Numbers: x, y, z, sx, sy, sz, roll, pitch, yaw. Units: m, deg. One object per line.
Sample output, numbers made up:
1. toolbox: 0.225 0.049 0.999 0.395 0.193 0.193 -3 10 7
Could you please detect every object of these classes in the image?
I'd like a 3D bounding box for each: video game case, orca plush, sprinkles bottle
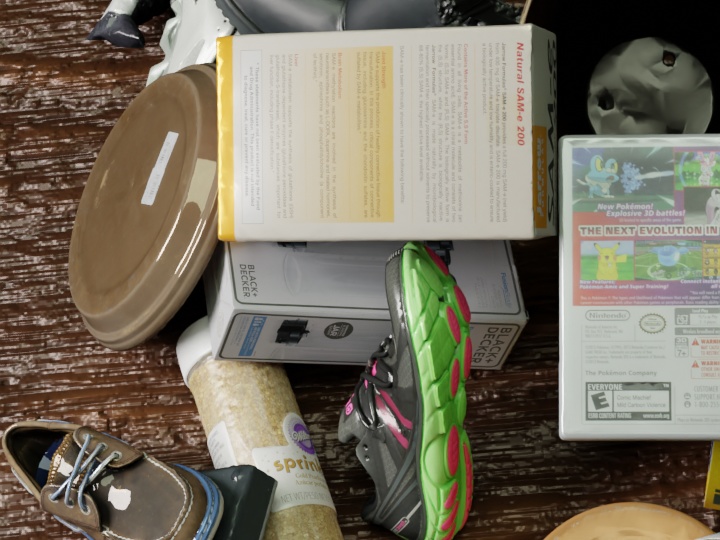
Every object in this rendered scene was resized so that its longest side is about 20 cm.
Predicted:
1. video game case: 0.217 0.010 1.380 0.198 0.023 0.184 0 83 5
2. orca plush: -0.114 -0.228 1.677 0.071 0.105 0.201 36 54 -14
3. sprinkles bottle: -0.060 0.123 1.477 0.068 0.068 0.201 -18 61 -5

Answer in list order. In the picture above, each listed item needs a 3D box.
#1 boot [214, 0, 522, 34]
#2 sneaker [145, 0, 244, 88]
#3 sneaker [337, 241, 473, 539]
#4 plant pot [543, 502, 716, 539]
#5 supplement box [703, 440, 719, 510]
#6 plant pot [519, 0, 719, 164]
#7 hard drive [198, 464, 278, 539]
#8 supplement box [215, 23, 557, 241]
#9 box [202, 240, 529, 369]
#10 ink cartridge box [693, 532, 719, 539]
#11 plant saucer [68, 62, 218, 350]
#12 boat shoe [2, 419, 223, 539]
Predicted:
1. boot: 0.005 -0.186 1.522 0.200 0.168 0.076 47 48 -6
2. sneaker: -0.088 -0.183 1.607 0.088 0.074 0.202 5 86 45
3. sneaker: 0.024 0.080 1.435 0.083 0.202 0.077 7 20 20
4. plant pot: 0.159 0.225 1.360 0.198 0.140 0.201 -2 60 4
5. supplement box: 0.286 0.049 1.464 0.108 0.110 0.201 9 61 10
6. plant pot: 0.194 -0.122 1.505 0.185 0.200 0.189 0 85 4
7. hard drive: -0.129 0.219 1.406 0.139 0.033 0.201 -14 51 44
8. supplement box: 0.017 -0.081 1.397 0.198 0.073 0.127 0 91 16
9. box: 0.000 0.000 1.503 0.198 0.060 0.117 1 53 -17
10. ink cartridge box: 0.267 0.234 1.306 0.047 0.197 0.202 -2 93 42
11. plant saucer: -0.139 -0.046 1.519 0.029 0.200 0.201 23 57 -28
12. boat shoe: -0.161 0.136 1.420 0.199 0.072 0.073 8 68 53
